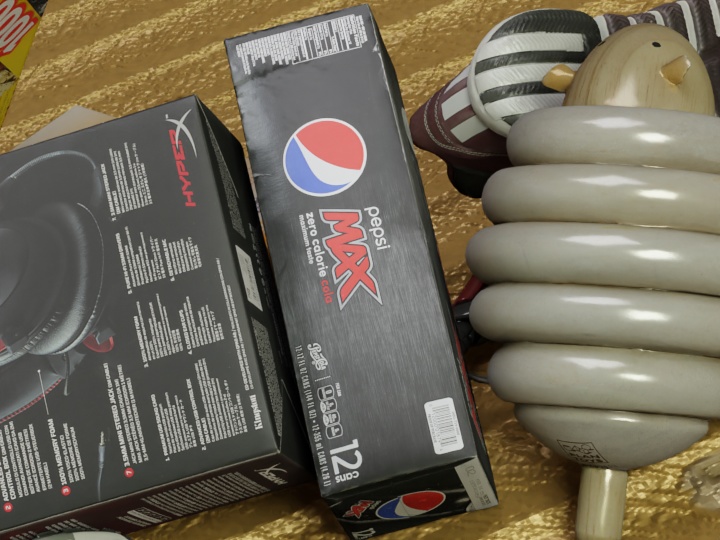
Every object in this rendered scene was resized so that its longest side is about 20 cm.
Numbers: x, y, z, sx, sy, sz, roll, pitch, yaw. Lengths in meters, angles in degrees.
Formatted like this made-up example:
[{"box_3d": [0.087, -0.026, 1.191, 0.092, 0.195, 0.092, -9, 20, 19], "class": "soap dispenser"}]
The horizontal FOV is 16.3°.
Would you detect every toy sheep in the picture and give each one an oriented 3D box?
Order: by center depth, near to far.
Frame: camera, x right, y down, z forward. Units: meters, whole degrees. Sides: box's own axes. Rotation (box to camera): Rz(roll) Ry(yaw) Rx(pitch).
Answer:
[{"box_3d": [0.103, 0.005, 0.951, 0.138, 0.201, 0.138, 2, -6, 0], "class": "toy sheep"}]

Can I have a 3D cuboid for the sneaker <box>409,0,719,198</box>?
[{"box_3d": [0.108, -0.070, 1.085, 0.200, 0.076, 0.115, 3, -16, -32], "class": "sneaker"}]

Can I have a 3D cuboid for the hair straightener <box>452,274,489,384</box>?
[{"box_3d": [0.090, -0.012, 1.087, 0.077, 0.041, 0.200, 3, 32, 30], "class": "hair straightener"}]

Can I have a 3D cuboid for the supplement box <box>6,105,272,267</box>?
[{"box_3d": [-0.105, 0.002, 1.137, 0.126, 0.074, 0.200, -39, 36, -29], "class": "supplement box"}]

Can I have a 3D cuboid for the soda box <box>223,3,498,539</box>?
[{"box_3d": [0.000, 0.000, 0.998, 0.063, 0.071, 0.200, -14, 67, 5], "class": "soda box"}]

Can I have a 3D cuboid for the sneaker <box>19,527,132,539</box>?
[{"box_3d": [-0.151, 0.169, 0.925, 0.200, 0.076, 0.088, -24, 64, -32], "class": "sneaker"}]

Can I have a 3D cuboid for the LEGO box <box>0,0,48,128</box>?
[{"box_3d": [-0.224, -0.080, 1.100, 0.077, 0.200, 0.149, 46, 56, 9], "class": "LEGO box"}]

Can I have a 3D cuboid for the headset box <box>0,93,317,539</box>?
[{"box_3d": [-0.132, 0.035, 0.991, 0.200, 0.075, 0.149, -17, 74, 8], "class": "headset box"}]
